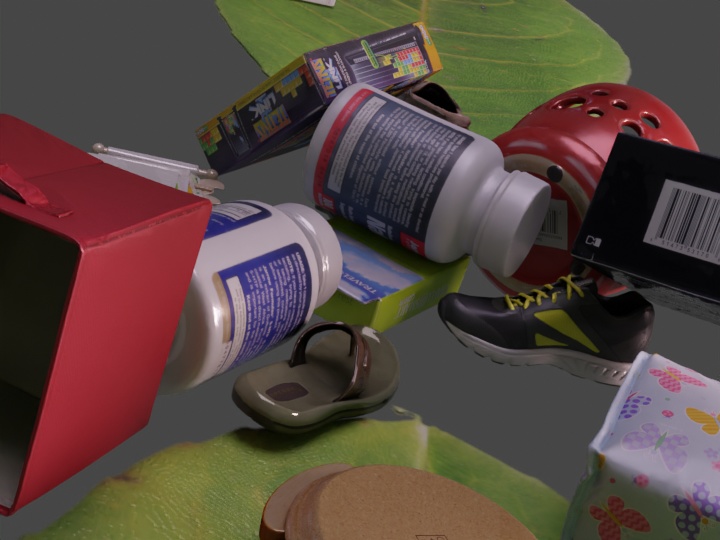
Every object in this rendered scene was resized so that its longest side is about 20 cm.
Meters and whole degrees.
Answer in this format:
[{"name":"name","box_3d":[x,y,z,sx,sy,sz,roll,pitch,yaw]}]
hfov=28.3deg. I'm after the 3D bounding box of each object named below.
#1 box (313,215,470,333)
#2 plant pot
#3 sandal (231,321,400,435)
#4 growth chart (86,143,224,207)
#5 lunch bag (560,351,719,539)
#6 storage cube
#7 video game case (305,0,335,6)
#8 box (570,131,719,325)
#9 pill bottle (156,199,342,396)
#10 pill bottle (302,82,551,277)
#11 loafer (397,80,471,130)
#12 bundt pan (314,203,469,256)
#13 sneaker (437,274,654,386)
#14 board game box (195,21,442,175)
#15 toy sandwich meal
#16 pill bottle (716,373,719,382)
[{"name":"box","box_3d":[0.000,0.000,1.261,0.121,0.048,0.200,28,24,22]},{"name":"plant pot","box_3d":[0.206,-0.063,1.371,0.200,0.201,0.182,29,35,25]},{"name":"sandal","box_3d":[-0.022,0.072,1.076,0.079,0.058,0.201,27,19,18]},{"name":"growth chart","box_3d":[-0.202,-0.071,1.321,0.144,0.018,0.200,16,24,-4]},{"name":"lunch bag","box_3d":[0.251,0.150,1.021,0.169,0.128,0.200,21,34,14]},{"name":"storage cube","box_3d":[-0.223,0.018,0.901,0.170,0.201,0.180,22,18,13]},{"name":"video game case","box_3d":[-0.145,-0.463,2.202,0.181,0.023,0.200,8,26,-21]},{"name":"box","box_3d":[0.317,-0.016,1.208,0.196,0.118,0.200,20,-2,35]},{"name":"pill bottle","box_3d":[-0.102,0.011,1.084,0.119,0.120,0.200,28,26,23]},{"name":"pill bottle","box_3d":[0.060,-0.076,1.267,0.199,0.120,0.119,26,25,18]},{"name":"loafer","box_3d":[0.079,-0.161,1.460,0.071,0.063,0.200,9,25,-16]},{"name":"bundt pan","box_3d":[0.049,-0.093,1.468,0.201,0.076,0.202,14,23,-6]},{"name":"sneaker","box_3d":[0.165,0.037,1.250,0.199,0.085,0.075,12,22,-15]},{"name":"board game box","box_3d":[-0.042,-0.167,1.407,0.165,0.200,0.057,-25,89,-40]},{"name":"toy sandwich meal","box_3d":[0.029,0.190,0.857,0.204,0.071,0.205,19,24,-9]},{"name":"pill bottle","box_3d":[0.383,0.137,1.145,0.199,0.115,0.114,31,27,26]}]
